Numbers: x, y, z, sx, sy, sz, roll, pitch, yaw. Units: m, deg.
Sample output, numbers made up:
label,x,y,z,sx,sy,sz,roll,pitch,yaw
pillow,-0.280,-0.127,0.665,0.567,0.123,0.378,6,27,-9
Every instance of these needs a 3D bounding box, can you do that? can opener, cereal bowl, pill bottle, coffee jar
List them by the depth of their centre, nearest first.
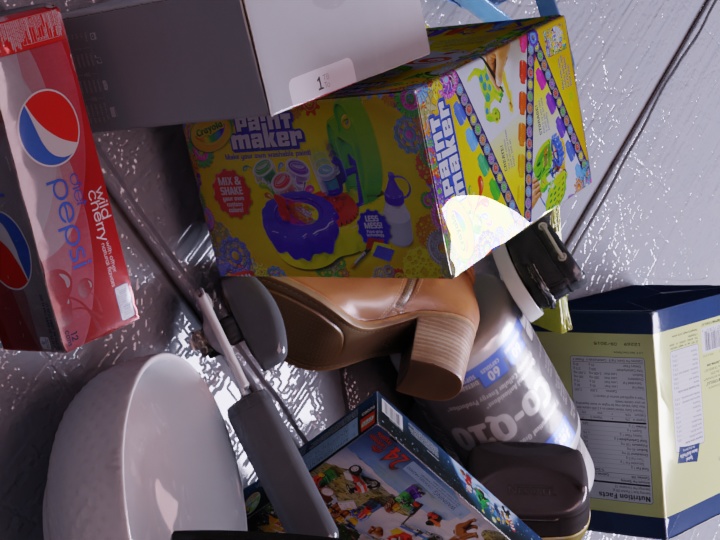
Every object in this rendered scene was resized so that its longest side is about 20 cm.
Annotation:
label,x,y,z,sx,sy,sz,roll,pitch,yaw
cereal bowl,-0.142,0.156,0.923,0.200,0.082,0.203,-10,90,-76
can opener,-0.061,0.096,0.995,0.066,0.053,0.202,-22,82,-6
coffee jar,0.125,0.229,1.170,0.086,0.103,0.202,-89,-179,-56
pill bottle,0.114,0.112,1.212,0.114,0.113,0.201,-54,127,-33

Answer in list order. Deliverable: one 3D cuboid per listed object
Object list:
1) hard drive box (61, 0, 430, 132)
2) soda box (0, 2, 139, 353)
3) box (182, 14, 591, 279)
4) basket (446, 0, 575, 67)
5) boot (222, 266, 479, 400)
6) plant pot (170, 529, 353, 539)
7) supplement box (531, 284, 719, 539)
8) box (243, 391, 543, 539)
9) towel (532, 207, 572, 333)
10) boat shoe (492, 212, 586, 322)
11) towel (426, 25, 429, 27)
label,x,y,z,sx,sy,sz,roll,pitch,yaw
hard drive box,-0.083,-0.147,0.927,0.155,0.198,0.078,-27,110,-44
soda box,-0.200,-0.055,0.891,0.063,0.069,0.203,-25,109,-44
box,0.020,-0.085,1.002,0.192,0.198,0.124,-31,114,-47
basket,0.101,-0.261,1.163,0.176,0.138,0.202,32,37,-43
boot,0.000,0.000,1.108,0.197,0.077,0.157,17,47,-8
plant pot,0.001,0.266,0.887,0.200,0.175,0.202,54,29,-60
supplement box,0.271,0.124,1.372,0.199,0.133,0.203,-9,97,-48
box,0.028,0.193,1.072,0.200,0.136,0.038,42,23,-24
towel,0.145,-0.051,1.258,0.018,0.086,0.203,-14,107,-24
boat shoe,0.132,-0.042,1.197,0.076,0.060,0.201,51,16,-45
towel,0.016,-0.156,1.169,0.200,0.023,0.145,40,62,-41
